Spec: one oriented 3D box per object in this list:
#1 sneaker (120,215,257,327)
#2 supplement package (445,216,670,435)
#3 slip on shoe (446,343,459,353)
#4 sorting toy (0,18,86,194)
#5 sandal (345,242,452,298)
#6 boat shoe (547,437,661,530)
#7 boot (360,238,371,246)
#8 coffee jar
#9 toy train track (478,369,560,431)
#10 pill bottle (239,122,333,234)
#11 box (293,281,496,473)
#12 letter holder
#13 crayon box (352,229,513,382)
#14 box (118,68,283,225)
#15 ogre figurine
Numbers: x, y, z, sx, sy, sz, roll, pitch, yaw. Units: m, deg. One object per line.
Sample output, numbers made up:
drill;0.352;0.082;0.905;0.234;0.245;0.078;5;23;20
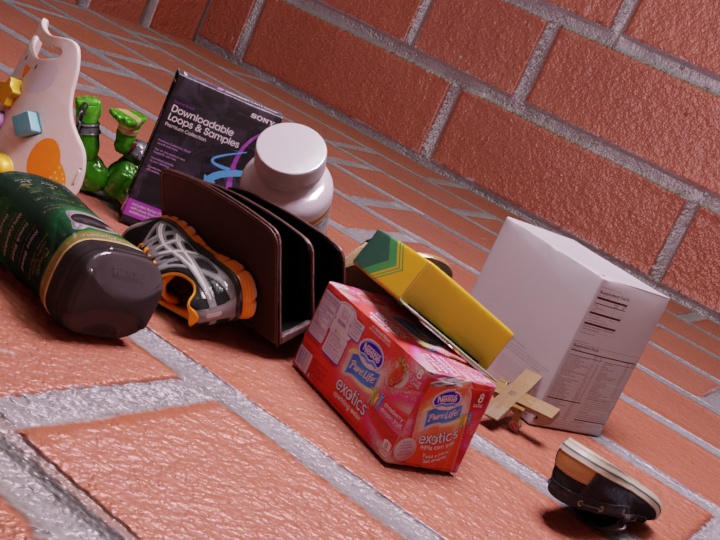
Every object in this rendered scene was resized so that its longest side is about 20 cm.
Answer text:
sneaker;-0.196;0.000;1.143;0.199;0.079;0.077;24;34;38
supplement package;0.248;0.071;1.408;0.146;0.201;0.191;14;17;-39
slip on shoe;0.022;0.072;1.230;0.199;0.061;0.074;27;-29;9
sorting toy;-0.405;-0.216;1.365;0.106;0.181;0.200;14;16;-41
sandal;-0.001;-0.004;1.275;0.078;0.210;0.070;69;11;-45
boat shoe;0.243;0.225;1.101;0.074;0.063;0.200;29;-3;40
boot;0.020;0.001;1.557;0.173;0.070;0.200;12;20;-48
coffee jar;-0.272;-0.015;1.016;0.200;0.086;0.104;34;12;39
toy train track;0.142;0.141;1.302;0.199;0.033;0.114;24;34;28
pill bottle;-0.091;-0.074;1.303;0.110;0.201;0.112;5;50;-6
box;0.030;0.103;1.087;0.095;0.100;0.200;15;15;-37
letter holder;-0.118;-0.037;1.177;0.100;0.143;0.199;-27;41;-37
crayon box;0.077;0.031;1.131;0.126;0.052;0.200;40;1;-21
box;-0.199;-0.131;1.367;0.142;0.201;0.036;20;14;-21
ogre figurine;-0.289;-0.141;1.425;0.199;0.121;0.098;9;24;-47
